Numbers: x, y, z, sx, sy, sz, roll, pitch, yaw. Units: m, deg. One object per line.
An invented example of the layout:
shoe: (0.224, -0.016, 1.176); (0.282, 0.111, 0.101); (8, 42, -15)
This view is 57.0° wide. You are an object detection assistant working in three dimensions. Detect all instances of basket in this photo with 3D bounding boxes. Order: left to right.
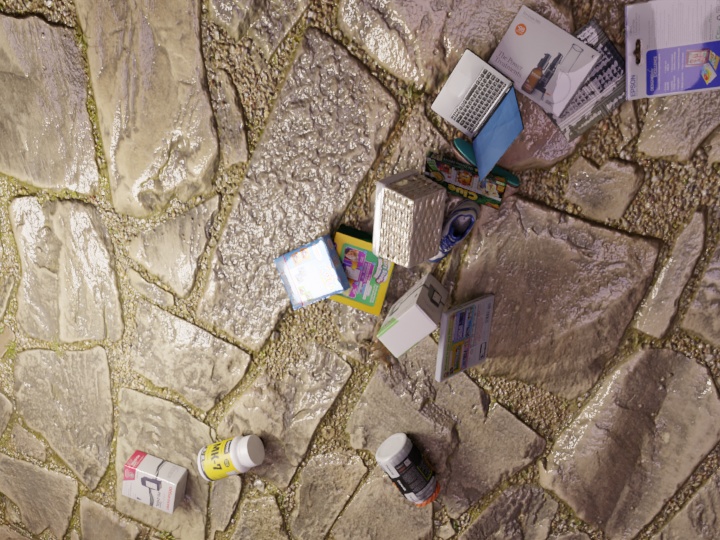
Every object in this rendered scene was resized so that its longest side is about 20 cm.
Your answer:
basket: (0.119, -0.123, 1.611); (0.123, 0.135, 0.203); (30, 130, 39)

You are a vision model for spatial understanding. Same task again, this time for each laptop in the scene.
laptop: (0.253, -0.341, 1.473); (0.199, 0.116, 0.188); (36, 143, 1)

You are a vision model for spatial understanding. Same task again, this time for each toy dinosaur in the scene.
toy dinosaur: (0.042, 0.211, 1.870); (0.100, 0.058, 0.202); (-11, 120, 3)

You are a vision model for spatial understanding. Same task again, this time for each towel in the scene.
towel: (0.485, -0.416, 1.471); (0.199, 0.035, 0.193); (-37, 104, 24)

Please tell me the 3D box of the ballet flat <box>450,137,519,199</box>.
ballet flat: (0.286, -0.236, 1.586); (0.199, 0.068, 0.067); (35, 134, -2)

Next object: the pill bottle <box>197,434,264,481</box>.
pill bottle: (-0.413, 0.597, 2.127); (0.198, 0.115, 0.115); (-22, 107, 22)

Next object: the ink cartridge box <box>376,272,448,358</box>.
ink cartridge box: (0.138, 0.112, 1.707); (0.084, 0.200, 0.145); (45, 117, -6)

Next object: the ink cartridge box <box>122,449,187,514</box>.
ink cartridge box: (-0.707, 0.727, 2.281); (0.197, 0.085, 0.146); (18, 118, 6)

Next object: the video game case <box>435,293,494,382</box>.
video game case: (0.271, 0.174, 1.727); (0.022, 0.180, 0.203); (30, 127, 44)

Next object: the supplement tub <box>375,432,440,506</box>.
supplement tub: (0.145, 0.594, 1.971); (0.122, 0.123, 0.201); (-31, 103, 25)

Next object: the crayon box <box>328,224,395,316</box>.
crayon box: (0.000, 0.000, 1.772); (0.170, 0.058, 0.202); (18, 118, 5)

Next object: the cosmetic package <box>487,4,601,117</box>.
cosmetic package: (0.392, -0.449, 1.431); (0.199, 0.052, 0.152); (37, 110, 13)

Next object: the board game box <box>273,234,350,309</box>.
board game box: (-0.132, 0.007, 1.775); (0.199, 0.036, 0.153); (-21, 93, 40)

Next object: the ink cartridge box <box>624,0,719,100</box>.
ink cartridge box: (0.657, -0.471, 1.388); (0.197, 0.047, 0.200); (-3, 115, 18)

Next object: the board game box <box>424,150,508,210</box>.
board game box: (0.248, -0.214, 1.583); (0.198, 0.024, 0.105); (22, 155, 14)

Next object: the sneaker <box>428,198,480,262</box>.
sneaker: (0.220, -0.091, 1.655); (0.075, 0.088, 0.201); (33, 119, -4)
